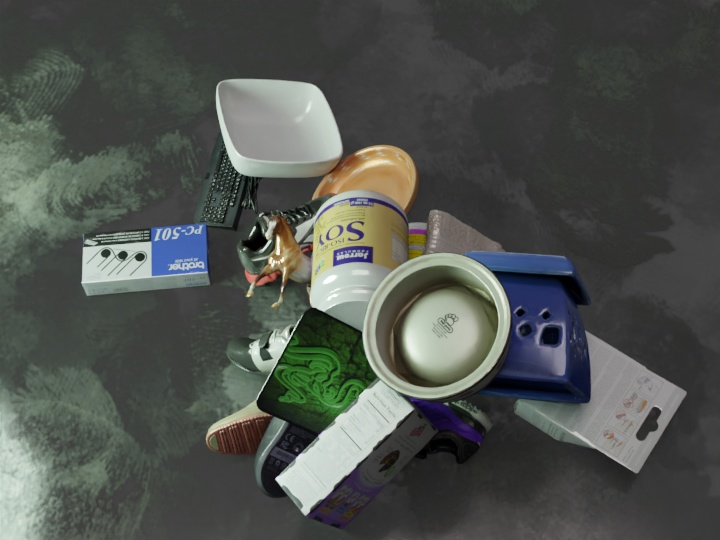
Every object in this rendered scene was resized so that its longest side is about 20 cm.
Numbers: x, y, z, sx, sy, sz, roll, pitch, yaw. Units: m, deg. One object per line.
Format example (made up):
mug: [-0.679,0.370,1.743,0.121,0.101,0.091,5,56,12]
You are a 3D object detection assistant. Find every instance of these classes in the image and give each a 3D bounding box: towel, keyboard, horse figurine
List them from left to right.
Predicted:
keyboard: [-0.212,-0.160,1.927,0.103,0.040,0.201,7,59,5]
horse figurine: [-0.091,0.016,1.765,0.200,0.050,0.133,34,62,-31]
towel: [0.174,0.005,1.761,0.199,0.034,0.133,29,54,-27]

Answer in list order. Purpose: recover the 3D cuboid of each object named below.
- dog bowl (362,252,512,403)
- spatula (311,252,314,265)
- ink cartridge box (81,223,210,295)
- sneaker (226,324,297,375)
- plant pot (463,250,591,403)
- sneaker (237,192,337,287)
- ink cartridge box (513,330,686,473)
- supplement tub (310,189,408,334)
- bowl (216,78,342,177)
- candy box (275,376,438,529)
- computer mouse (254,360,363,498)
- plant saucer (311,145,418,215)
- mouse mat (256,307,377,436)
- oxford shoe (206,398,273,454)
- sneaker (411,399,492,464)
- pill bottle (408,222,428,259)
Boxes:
dog bowl: [0.107,0.082,1.500,0.199,0.074,0.201,-8,65,18]
spatula: [-0.029,0.059,1.752,0.056,0.020,0.201,-19,84,-56]
ink cartridge box: [-0.342,-0.018,1.836,0.199,0.044,0.095,-5,60,-3]
sneaker: [-0.115,0.113,1.705,0.199,0.089,0.074,12,30,29]
plant pot: [0.221,0.078,1.608,0.199,0.200,0.181,4,76,21]
sneaker: [-0.111,-0.064,1.804,0.200,0.098,0.071,-38,41,-5]
ink cartridge box: [0.353,0.194,1.700,0.199,0.057,0.163,33,64,14]
supplement tub: [0.000,0.000,1.673,0.144,0.146,0.201,0,51,1]
bowl: [-0.141,-0.227,1.921,0.198,0.075,0.201,-2,49,-22]
candy box: [0.000,0.250,1.564,0.200,0.168,0.072,-45,66,-3]
computer mouse: [-0.084,0.231,1.645,0.201,0.138,0.053,-56,29,-2]
plant saucer: [0.009,-0.113,1.855,0.199,0.037,0.201,-19,48,23]
mouse mat: [-0.033,0.158,1.615,0.199,0.008,0.162,28,91,-27]
oxford shoe: [-0.134,0.213,1.689,0.199,0.071,0.074,-15,38,-14]
sneaker: [0.084,0.217,1.673,0.199,0.070,0.100,24,64,15]
pill bottle: [0.083,0.034,1.766,0.104,0.104,0.201,8,58,6]
